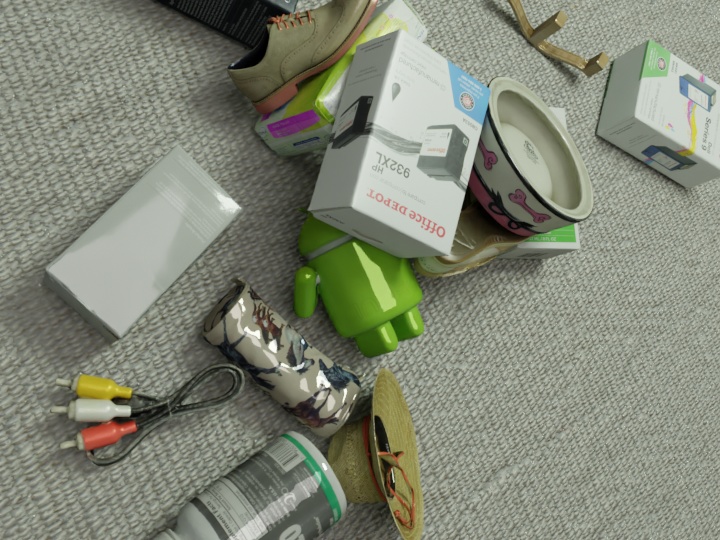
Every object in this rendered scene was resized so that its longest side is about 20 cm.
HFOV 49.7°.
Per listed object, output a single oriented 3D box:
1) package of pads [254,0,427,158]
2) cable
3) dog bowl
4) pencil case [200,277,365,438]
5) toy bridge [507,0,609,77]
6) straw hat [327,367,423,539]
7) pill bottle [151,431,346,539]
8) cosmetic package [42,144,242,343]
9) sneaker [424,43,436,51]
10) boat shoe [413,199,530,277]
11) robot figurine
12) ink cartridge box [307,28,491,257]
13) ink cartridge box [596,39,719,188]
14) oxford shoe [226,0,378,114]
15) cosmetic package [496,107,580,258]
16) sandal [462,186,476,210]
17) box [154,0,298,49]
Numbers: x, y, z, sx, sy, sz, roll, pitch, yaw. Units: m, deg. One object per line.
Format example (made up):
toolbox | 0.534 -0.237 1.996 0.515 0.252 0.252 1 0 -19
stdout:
package of pads | -0.022 -0.233 0.942 0.068 0.154 0.201 45 64 -26
cable | -0.219 0.151 0.822 0.198 0.050 0.098 -6 83 -11
dog bowl | 0.195 -0.131 0.946 0.199 0.074 0.202 28 45 -32
pencil case | -0.090 0.098 0.893 0.200 0.078 0.090 42 49 -12
toy bridge | 0.277 -0.360 1.157 0.199 0.067 0.027 37 67 -16
straw hat | 0.008 0.221 0.905 0.084 0.201 0.203 -13 84 15
pill bottle | -0.122 0.272 0.825 0.199 0.113 0.114 -32 94 -26
cosmetic package | -0.236 -0.028 0.847 0.107 0.090 0.200 46 68 -10
sneaker | 0.043 -0.226 1.019 0.076 0.075 0.201 32 67 -17
boat shoe | 0.140 -0.043 0.956 0.199 0.066 0.075 -18 74 -39
robot figurine | 0.000 0.000 0.932 0.174 0.115 0.202 -27 92 -28
ink cartridge box | 0.046 -0.131 0.846 0.144 0.083 0.202 23 76 -34
ink cartridge box | 0.486 -0.242 1.221 0.199 0.087 0.147 26 70 -20
oxford shoe | -0.066 -0.263 0.876 0.200 0.071 0.075 -39 125 16
cosmetic package | 0.230 -0.121 1.080 0.106 0.085 0.202 -1 82 -22
sandal | 0.125 -0.152 1.017 0.200 0.080 0.054 52 34 -33
box | -0.157 -0.406 0.937 0.195 0.124 0.202 21 72 -18
